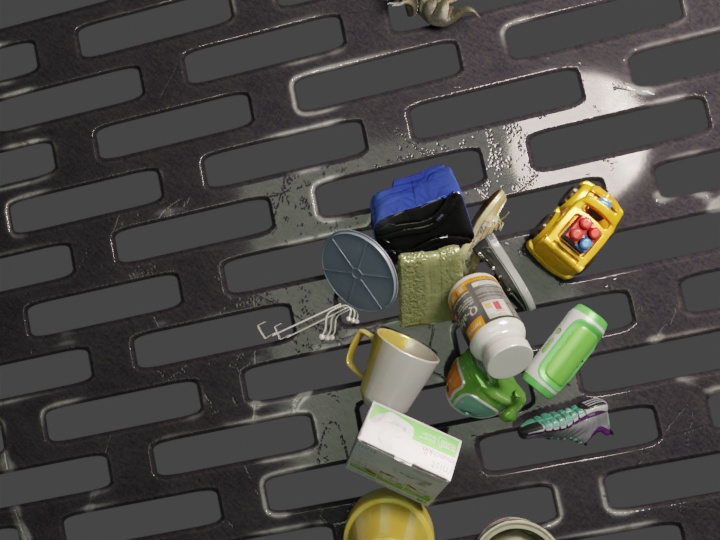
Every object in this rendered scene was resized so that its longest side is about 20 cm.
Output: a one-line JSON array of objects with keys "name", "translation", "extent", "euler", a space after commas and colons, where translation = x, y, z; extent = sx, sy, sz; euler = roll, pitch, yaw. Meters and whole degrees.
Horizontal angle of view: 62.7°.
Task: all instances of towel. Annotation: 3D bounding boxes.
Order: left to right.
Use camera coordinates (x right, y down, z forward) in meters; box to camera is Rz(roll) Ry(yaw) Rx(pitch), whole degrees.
[{"name": "towel", "translation": [0.149, 0.038, 1.261], "extent": [0.147, 0.037, 0.202], "euler": [-9, 126, -1]}]

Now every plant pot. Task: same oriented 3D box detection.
[{"name": "plant pot", "translation": [0.057, 0.580, 1.223], "extent": [0.198, 0.189, 0.203], "euler": [0, 87, 5]}]

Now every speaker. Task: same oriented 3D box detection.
[{"name": "speaker", "translation": [0.433, 0.172, 1.255], "extent": [0.088, 0.088, 0.201], "euler": [38, 92, 5]}]

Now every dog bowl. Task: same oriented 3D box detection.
[{"name": "dog bowl", "translation": [0.329, 0.619, 1.254], "extent": [0.198, 0.074, 0.203], "euler": [0, 87, 5]}]

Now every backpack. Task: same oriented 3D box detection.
[{"name": "backpack", "translation": [0.120, -0.117, 1.253], "extent": [0.198, 0.169, 0.163], "euler": [-21, 130, 9]}]

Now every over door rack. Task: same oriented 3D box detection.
[{"name": "over door rack", "translation": [-0.104, 0.125, 1.276], "extent": [0.198, 0.148, 0.067], "euler": [-14, 81, 4]}]

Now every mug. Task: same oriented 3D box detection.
[{"name": "mug", "translation": [0.066, 0.220, 1.279], "extent": [0.148, 0.186, 0.155], "euler": [19, 100, -27]}]

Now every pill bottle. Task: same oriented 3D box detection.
[{"name": "pill bottle", "translation": [0.258, 0.108, 1.178], "extent": [0.115, 0.117, 0.201], "euler": [-24, 42, 4]}]

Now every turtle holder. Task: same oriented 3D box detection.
[{"name": "turtle holder", "translation": [0.263, 0.245, 1.254], "extent": [0.132, 0.184, 0.142], "euler": [-46, 49, 26]}]

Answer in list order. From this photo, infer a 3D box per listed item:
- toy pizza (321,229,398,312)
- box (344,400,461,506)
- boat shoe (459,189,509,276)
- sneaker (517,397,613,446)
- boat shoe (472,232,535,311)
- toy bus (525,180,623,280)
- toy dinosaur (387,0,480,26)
[{"name": "toy pizza", "translation": [0.000, 0.000, 1.278], "extent": [0.199, 0.032, 0.202], "euler": [21, 130, 27]}, {"name": "box", "translation": [0.083, 0.384, 1.224], "extent": [0.198, 0.177, 0.097], "euler": [23, 52, 7]}, {"name": "boat shoe", "translation": [0.267, -0.081, 1.290], "extent": [0.062, 0.073, 0.201], "euler": [30, 102, 0]}, {"name": "sneaker", "translation": [0.439, 0.343, 1.255], "extent": [0.198, 0.074, 0.088], "euler": [-19, 91, 4]}, {"name": "boat shoe", "translation": [0.308, 0.011, 1.264], "extent": [0.056, 0.069, 0.201], "euler": [-31, 107, 12]}, {"name": "toy bus", "translation": [0.456, -0.092, 1.209], "extent": [0.135, 0.192, 0.200], "euler": [41, 90, 7]}, {"name": "toy dinosaur", "translation": [0.170, -0.591, 1.322], "extent": [0.199, 0.077, 0.103], "euler": [29, 103, 1]}]
